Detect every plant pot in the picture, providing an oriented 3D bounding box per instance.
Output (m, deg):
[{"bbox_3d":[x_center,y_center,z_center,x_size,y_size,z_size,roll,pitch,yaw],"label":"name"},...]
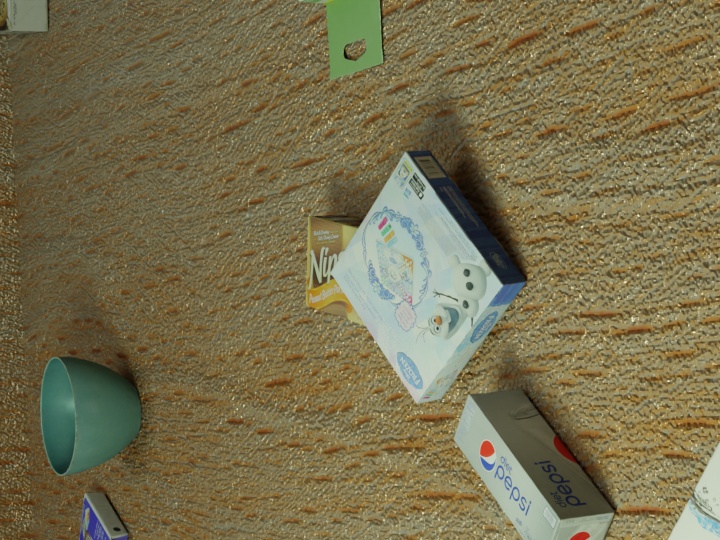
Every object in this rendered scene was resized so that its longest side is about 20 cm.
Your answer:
[{"bbox_3d":[-0.451,0.242,2.807,0.200,0.135,0.200,8,100,63],"label":"plant pot"}]

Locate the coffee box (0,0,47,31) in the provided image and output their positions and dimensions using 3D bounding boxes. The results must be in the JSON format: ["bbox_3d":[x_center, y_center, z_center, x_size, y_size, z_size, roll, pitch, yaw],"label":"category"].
[{"bbox_3d":[-0.686,-0.528,3.279,0.200,0.080,0.113,13,104,62],"label":"coffee box"}]

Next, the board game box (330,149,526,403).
[{"bbox_3d":[0.070,0.007,1.821,0.200,0.043,0.199,56,132,27],"label":"board game box"}]

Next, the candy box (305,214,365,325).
[{"bbox_3d":[0.000,0.000,2.006,0.200,0.055,0.116,17,107,61],"label":"candy box"}]

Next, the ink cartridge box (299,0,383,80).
[{"bbox_3d":[-0.027,-0.347,2.050,0.145,0.048,0.200,-6,84,62],"label":"ink cartridge box"}]

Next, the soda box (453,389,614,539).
[{"bbox_3d":[0.173,0.206,1.670,0.200,0.068,0.064,55,139,47],"label":"soda box"}]

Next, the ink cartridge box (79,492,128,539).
[{"bbox_3d":[-0.454,0.527,2.930,0.200,0.043,0.198,-134,49,-55],"label":"ink cartridge box"}]

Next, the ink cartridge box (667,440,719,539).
[{"bbox_3d":[0.348,0.201,1.246,0.145,0.147,0.200,58,140,44],"label":"ink cartridge box"}]
